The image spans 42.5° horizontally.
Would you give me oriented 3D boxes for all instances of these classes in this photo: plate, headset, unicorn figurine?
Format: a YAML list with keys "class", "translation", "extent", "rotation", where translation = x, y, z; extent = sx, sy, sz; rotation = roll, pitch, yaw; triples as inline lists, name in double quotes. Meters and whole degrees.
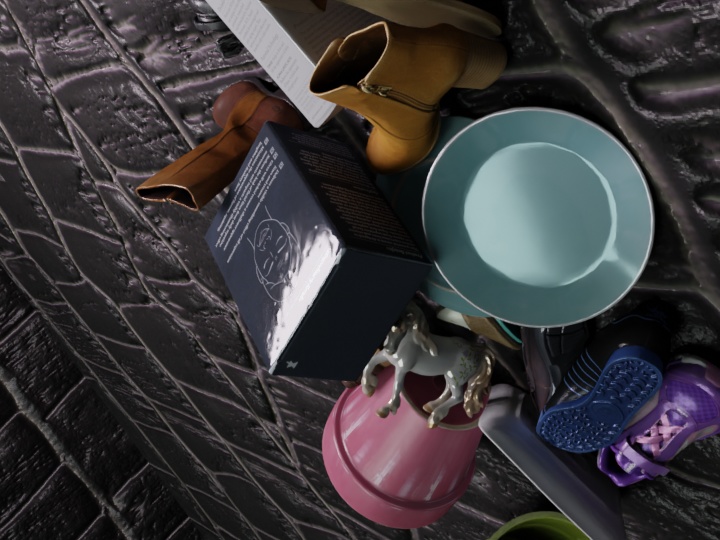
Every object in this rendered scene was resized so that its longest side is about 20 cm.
- class: "plate"
  translation: [0.150, -0.045, 0.795]
  extent: [0.198, 0.026, 0.202]
  rotation: [8, 116, 16]
- class: "headset"
  translation: [-0.152, -0.285, 0.920]
  extent: [0.200, 0.094, 0.124]
  rotation: [47, 156, 26]
- class: "plate"
  translation: [0.092, -0.044, 0.873]
  extent: [0.199, 0.026, 0.202]
  rotation: [18, 123, 30]
- class: "plate"
  translation: [0.217, 0.205, 1.001]
  extent: [0.200, 0.032, 0.199]
  rotation: [44, -166, 6]
- class: "unicorn figurine"
  translation: [0.062, 0.096, 0.971]
  extent: [0.074, 0.199, 0.138]
  rotation: [47, 120, 41]

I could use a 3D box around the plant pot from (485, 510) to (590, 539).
- class: "plant pot"
  translation: [0.221, 0.426, 1.245]
  extent: [0.200, 0.200, 0.190]
  rotation: [45, 165, 4]

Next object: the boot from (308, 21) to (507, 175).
- class: "boot"
  translation: [0.014, -0.145, 0.781]
  extent: [0.201, 0.143, 0.071]
  rotation: [-37, 62, 50]

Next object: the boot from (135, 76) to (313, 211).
- class: "boot"
  translation: [-0.161, -0.131, 1.019]
  extent: [0.187, 0.200, 0.069]
  rotation: [19, 142, 43]

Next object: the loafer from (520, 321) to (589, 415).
- class: "loafer"
  translation: [0.200, 0.092, 0.947]
  extent: [0.063, 0.071, 0.201]
  rotation: [46, 160, 48]

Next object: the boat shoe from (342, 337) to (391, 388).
- class: "boat shoe"
  translation: [-0.027, 0.046, 1.113]
  extent: [0.070, 0.070, 0.201]
  rotation: [32, -151, -49]

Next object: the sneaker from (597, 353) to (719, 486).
- class: "sneaker"
  translation: [0.282, 0.151, 0.870]
  extent: [0.080, 0.088, 0.201]
  rotation: [43, 152, 12]

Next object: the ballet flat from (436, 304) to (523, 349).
- class: "ballet flat"
  translation: [0.094, 0.008, 0.963]
  extent: [0.072, 0.068, 0.201]
  rotation: [-31, 101, 28]

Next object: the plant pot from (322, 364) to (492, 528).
- class: "plant pot"
  translation: [0.069, 0.186, 1.136]
  extent: [0.200, 0.200, 0.180]
  rotation: [41, 137, 13]

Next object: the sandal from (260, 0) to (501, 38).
- class: "sandal"
  translation: [0.016, -0.244, 0.750]
  extent: [0.210, 0.070, 0.078]
  rotation: [11, 176, 10]

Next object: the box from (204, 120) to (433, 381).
- class: "box"
  translation: [-0.047, -0.019, 0.883]
  extent: [0.149, 0.106, 0.201]
  rotation: [-57, 43, 26]

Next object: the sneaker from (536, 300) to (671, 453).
- class: "sneaker"
  translation: [0.232, 0.104, 0.873]
  extent: [0.070, 0.078, 0.200]
  rotation: [29, 144, 0]

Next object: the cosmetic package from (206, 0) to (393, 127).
- class: "cosmetic package"
  translation: [-0.062, -0.242, 0.838]
  extent: [0.200, 0.102, 0.074]
  rotation: [49, 151, -1]
